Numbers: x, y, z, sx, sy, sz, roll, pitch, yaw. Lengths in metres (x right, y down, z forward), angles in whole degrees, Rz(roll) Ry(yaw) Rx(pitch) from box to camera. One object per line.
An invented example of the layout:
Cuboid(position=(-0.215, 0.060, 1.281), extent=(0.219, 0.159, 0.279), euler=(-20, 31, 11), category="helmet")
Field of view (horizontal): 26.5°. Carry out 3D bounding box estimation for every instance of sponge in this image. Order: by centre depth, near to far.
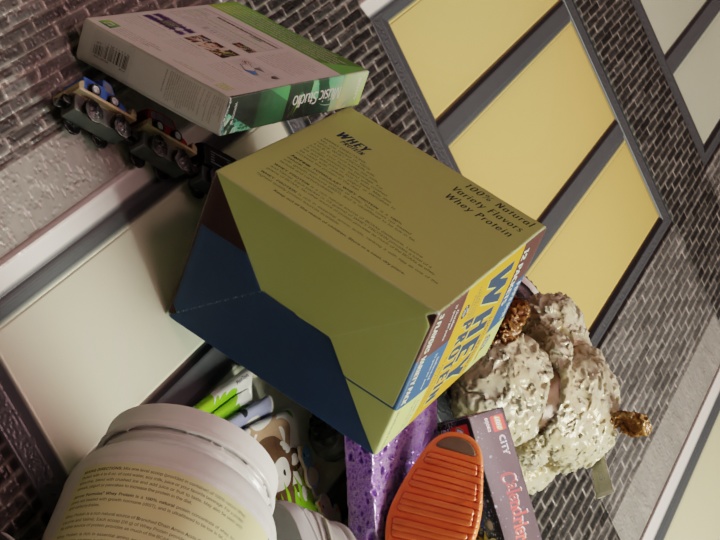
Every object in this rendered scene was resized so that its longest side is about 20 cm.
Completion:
Cuboid(position=(0.027, 0.174, 1.245), extent=(0.111, 0.030, 0.201), euler=(-32, 125, -55), category="sponge")

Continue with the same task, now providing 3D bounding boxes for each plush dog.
Cuboid(position=(0.151, 0.117, 1.377), extent=(0.171, 0.160, 0.201), euler=(13, 93, -35), category="plush dog")

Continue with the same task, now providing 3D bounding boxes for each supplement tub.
Cuboid(position=(-0.135, 0.199, 0.961), extent=(0.145, 0.144, 0.201), euler=(49, 40, -31), category="supplement tub")

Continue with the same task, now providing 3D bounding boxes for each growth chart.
Cuboid(position=(-0.070, 0.170, 1.186), extent=(0.201, 0.018, 0.145), euler=(64, 33, -13), category="growth chart")

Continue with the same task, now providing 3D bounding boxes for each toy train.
Cuboid(position=(-0.156, -0.099, 1.170), extent=(0.200, 0.034, 0.046), euler=(28, 50, -47), category="toy train")

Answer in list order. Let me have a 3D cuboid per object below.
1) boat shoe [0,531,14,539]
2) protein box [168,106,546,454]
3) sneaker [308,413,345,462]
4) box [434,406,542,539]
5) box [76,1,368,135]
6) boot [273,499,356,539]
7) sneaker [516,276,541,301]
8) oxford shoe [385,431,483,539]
Cuboid(position=(-0.204, 0.178, 0.836), extent=(0.074, 0.199, 0.061), euler=(-29, 142, -42), category="boat shoe")
Cuboid(position=(0.000, 0.000, 1.177), extent=(0.198, 0.136, 0.200), euler=(32, 32, 15), category="protein box")
Cuboid(position=(0.021, 0.106, 1.301), extent=(0.091, 0.066, 0.200), euler=(55, 35, -20), category="sneaker")
Cuboid(position=(0.098, 0.224, 1.292), extent=(0.037, 0.136, 0.201), euler=(-13, 83, -29), category="box")
Cuboid(position=(-0.103, -0.161, 1.195), extent=(0.200, 0.144, 0.037), euler=(-23, 138, -55), category="box")
Cuboid(position=(-0.013, 0.261, 1.108), extent=(0.095, 0.073, 0.201), euler=(23, 39, -47), category="boot")
Cuboid(position=(0.153, 0.080, 1.501), extent=(0.201, 0.070, 0.090), euler=(55, 34, -27), category="sneaker")
Cuboid(position=(0.055, 0.226, 1.225), extent=(0.073, 0.071, 0.201), euler=(24, 83, -77), category="oxford shoe")
